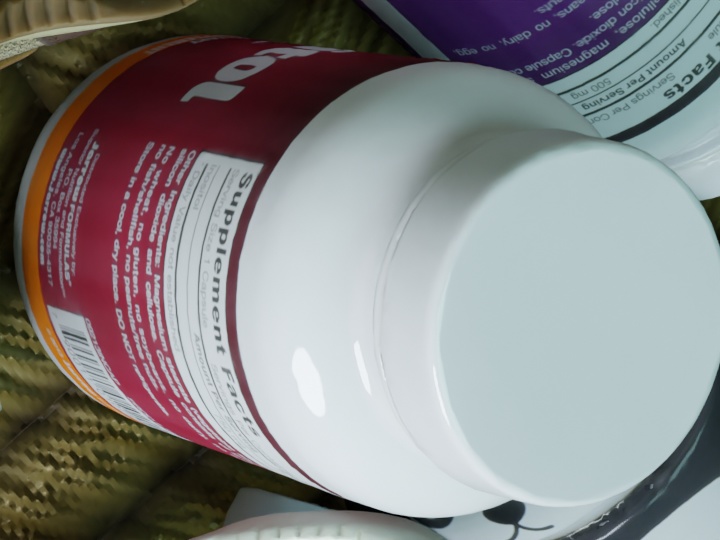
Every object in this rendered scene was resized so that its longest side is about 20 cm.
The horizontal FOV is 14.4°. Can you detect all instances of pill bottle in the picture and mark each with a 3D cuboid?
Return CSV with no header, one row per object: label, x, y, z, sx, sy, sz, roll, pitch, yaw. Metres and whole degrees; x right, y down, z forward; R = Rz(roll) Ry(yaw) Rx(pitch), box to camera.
pill bottle,0.000,0.000,0.737,0.113,0.200,0.113,-5,100,-32
pill bottle,0.051,-0.103,0.801,0.112,0.112,0.200,-52,130,-2

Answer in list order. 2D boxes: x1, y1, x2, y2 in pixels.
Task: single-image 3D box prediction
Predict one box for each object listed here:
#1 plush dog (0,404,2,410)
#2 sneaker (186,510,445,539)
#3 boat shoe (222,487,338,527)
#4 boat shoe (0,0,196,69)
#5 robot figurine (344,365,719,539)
plush dog,-0.186,0.103,0.733,0.200,0.160,0.172,-1,137,-33
sneaker,-0.048,0.113,0.811,0.200,0.111,0.077,-30,90,19
boat shoe,0.037,0.133,0.879,0.200,0.074,0.067,28,77,-22
boat shoe,-0.098,-0.076,0.664,0.200,0.072,0.072,-37,113,-38
robot figurine,0.087,0.053,0.888,0.200,0.125,0.150,34,91,-40
